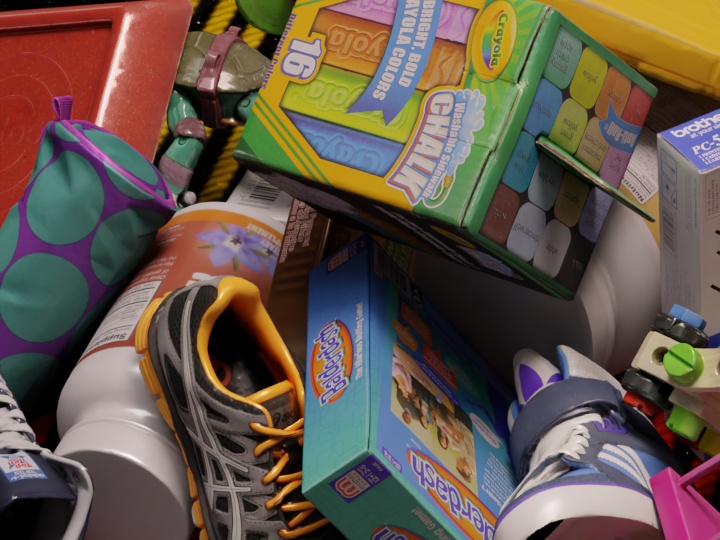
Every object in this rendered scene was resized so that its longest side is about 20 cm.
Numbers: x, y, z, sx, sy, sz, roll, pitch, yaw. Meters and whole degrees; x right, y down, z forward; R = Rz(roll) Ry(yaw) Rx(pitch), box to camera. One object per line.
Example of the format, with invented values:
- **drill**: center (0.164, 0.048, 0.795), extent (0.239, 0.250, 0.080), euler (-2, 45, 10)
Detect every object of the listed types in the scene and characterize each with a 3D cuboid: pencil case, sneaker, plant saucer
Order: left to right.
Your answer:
- **sneaker**: center (-0.195, 0.082, 1.372), extent (0.070, 0.108, 0.201), euler (-7, 76, -31)
- **plant saucer**: center (-0.209, -0.076, 1.598), extent (0.199, 0.037, 0.201), euler (-1, 67, 35)
- **pencil case**: center (-0.189, 0.009, 1.480), extent (0.092, 0.200, 0.085), euler (41, 12, 10)
- **sneaker**: center (-0.048, 0.093, 1.353), extent (0.078, 0.077, 0.201), euler (-25, 83, -35)
- **sneaker**: center (0.097, 0.098, 1.337), extent (0.081, 0.200, 0.147), euler (-45, 58, 18)

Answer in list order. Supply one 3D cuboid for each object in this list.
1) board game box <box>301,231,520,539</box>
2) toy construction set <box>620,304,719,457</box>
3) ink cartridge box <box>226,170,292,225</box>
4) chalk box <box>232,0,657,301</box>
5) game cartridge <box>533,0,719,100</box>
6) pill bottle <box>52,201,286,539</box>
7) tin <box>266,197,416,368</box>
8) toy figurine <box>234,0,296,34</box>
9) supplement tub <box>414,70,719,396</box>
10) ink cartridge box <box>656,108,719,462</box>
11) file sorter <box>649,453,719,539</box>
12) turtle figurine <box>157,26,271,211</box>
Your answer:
- **board game box**: center (0.034, 0.092, 1.363), extent (0.045, 0.152, 0.200), euler (-34, 25, 19)
- **toy construction set**: center (0.211, 0.071, 1.349), extent (0.131, 0.200, 0.092), euler (27, 71, 36)
- **ink cartridge box**: center (0.031, -0.069, 1.663), extent (0.173, 0.044, 0.200), euler (11, 42, 20)
- **chalk box**: center (0.061, -0.071, 1.358), extent (0.199, 0.125, 0.125), euler (18, 83, 35)
- **game cartridge**: center (0.124, -0.158, 1.478), extent (0.199, 0.033, 0.176), euler (21, 21, -17)
- **pill bottle**: center (-0.098, 0.063, 1.464), extent (0.112, 0.113, 0.200), euler (8, 41, 17)
- **tin**: center (0.000, 0.000, 1.497), extent (0.042, 0.112, 0.201), euler (-13, 49, 35)
- **toy figurine**: center (0.051, -0.156, 1.595), extent (0.199, 0.151, 0.184), euler (-11, 33, -27)
- **supplement tub**: center (0.137, -0.027, 1.507), extent (0.144, 0.145, 0.200), euler (23, 44, 31)
- **ink cartridge box**: center (0.210, 0.001, 1.425), extent (0.094, 0.201, 0.044), euler (-21, 41, -18)
- **file sorter**: center (0.240, 0.168, 1.228), extent (0.125, 0.139, 0.200), euler (-35, 35, 18)
- **turtle figurine**: center (-0.085, -0.096, 1.611), extent (0.199, 0.101, 0.150), euler (12, 43, 16)
